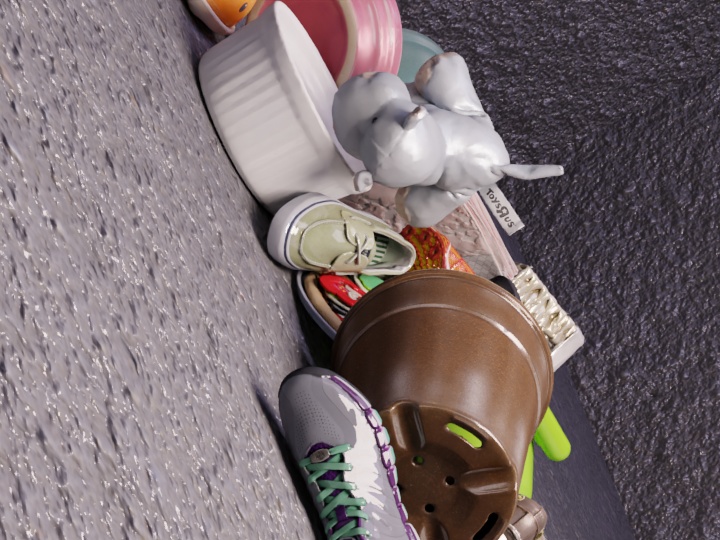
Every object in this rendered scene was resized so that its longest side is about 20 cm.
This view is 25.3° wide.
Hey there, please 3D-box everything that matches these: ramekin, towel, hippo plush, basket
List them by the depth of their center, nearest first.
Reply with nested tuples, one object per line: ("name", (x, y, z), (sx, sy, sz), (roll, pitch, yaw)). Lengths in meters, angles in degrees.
("hippo plush", (0.045, -0.104, 1.498), (0.160, 0.160, 0.201), (-5, 50, -47))
("ramekin", (-0.075, -0.148, 1.552), (0.201, 0.097, 0.201), (60, 11, -19))
("towel", (0.050, -0.044, 1.727), (0.191, 0.198, 0.032), (56, 44, -45))
("basket", (0.153, 0.067, 1.946), (0.124, 0.135, 0.200), (53, -13, -17))

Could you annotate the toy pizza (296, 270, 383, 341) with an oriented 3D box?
("toy pizza", (0.026, 0.053, 1.521), (0.199, 0.032, 0.200), (33, 16, -10))

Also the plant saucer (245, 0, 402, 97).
("plant saucer", (-0.050, -0.241, 1.687), (0.051, 0.200, 0.202), (-7, 70, -55))

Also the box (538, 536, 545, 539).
("box", (0.146, 0.307, 1.624), (0.095, 0.077, 0.200), (60, 11, -21))

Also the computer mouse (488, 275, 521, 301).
("computer mouse", (0.136, 0.095, 1.743), (0.139, 0.052, 0.201), (-113, -160, -47))

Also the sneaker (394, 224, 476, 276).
("sneaker", (0.096, 0.033, 1.593), (0.077, 0.073, 0.201), (27, 25, -56))

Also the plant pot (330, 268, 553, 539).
("plant pot", (0.060, 0.132, 1.332), (0.201, 0.199, 0.199), (61, 18, -19))

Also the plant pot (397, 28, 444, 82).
("plant pot", (0.031, -0.148, 1.774), (0.201, 0.199, 0.135), (54, 8, -44))

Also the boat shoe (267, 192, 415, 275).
("boat shoe", (-0.013, -0.030, 1.511), (0.062, 0.073, 0.199), (22, 12, 29))

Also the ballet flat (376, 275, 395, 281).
("ballet flat", (0.000, 0.000, 1.644), (0.199, 0.064, 0.068), (27, 21, -22))

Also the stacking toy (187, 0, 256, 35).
("stacking toy", (-0.096, -0.344, 1.633), (0.147, 0.199, 0.146), (60, 11, -19))

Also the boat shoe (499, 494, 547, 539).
("boat shoe", (0.104, 0.228, 1.433), (0.072, 0.059, 0.200), (58, -19, -3))

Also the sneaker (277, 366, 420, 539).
("sneaker", (-0.006, 0.169, 1.195), (0.201, 0.074, 0.088), (63, 15, -10))

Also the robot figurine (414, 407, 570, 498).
("robot figurine", (0.115, 0.170, 1.596), (0.115, 0.174, 0.202), (30, 53, -41))
